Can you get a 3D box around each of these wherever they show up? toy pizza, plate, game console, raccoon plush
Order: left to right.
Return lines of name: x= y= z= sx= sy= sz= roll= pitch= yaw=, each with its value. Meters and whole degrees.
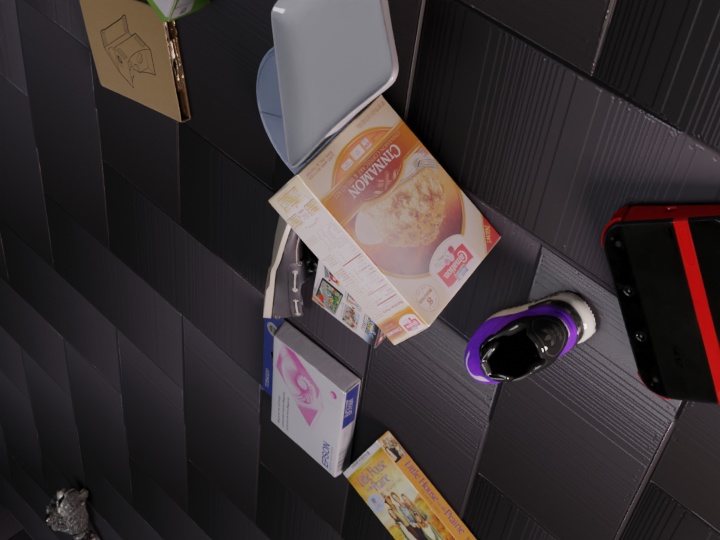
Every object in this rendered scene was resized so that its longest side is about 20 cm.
raccoon plush: x=-0.682 y=0.606 z=2.658 sx=0.133 sy=0.098 sz=0.199 roll=-19 pitch=132 yaw=41
toy pizza: x=-0.043 y=-0.173 z=1.245 sx=0.199 sy=0.032 sz=0.202 roll=31 pitch=141 yaw=29
plate: x=-0.024 y=-0.232 z=1.097 sx=0.199 sy=0.032 sz=0.203 roll=-34 pitch=58 yaw=49
game console: x=0.315 y=0.034 z=0.980 sx=0.175 sy=0.031 sz=0.203 roll=0 pitch=118 yaw=46

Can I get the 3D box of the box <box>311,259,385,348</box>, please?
box: x=0.000 y=0.000 z=1.304 sx=0.109 sy=0.035 sz=0.201 roll=37 pitch=147 yaw=16

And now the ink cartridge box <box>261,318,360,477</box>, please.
ink cartridge box: x=-0.088 y=0.178 z=1.580 sx=0.199 sy=0.043 sz=0.198 roll=35 pitch=141 yaw=27

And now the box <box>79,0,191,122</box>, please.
box: x=-0.313 y=-0.306 z=1.482 sx=0.198 sy=0.021 sz=0.166 roll=27 pitch=136 yaw=36

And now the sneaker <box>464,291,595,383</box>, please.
sneaker: x=0.154 y=0.086 z=1.150 sx=0.070 sy=0.099 sz=0.200 roll=56 pitch=145 yaw=3

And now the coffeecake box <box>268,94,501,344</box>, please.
coffeecake box: x=0.028 y=-0.053 z=1.119 sx=0.200 sy=0.154 sz=0.073 roll=48 pitch=145 yaw=-7

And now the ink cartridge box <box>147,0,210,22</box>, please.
ink cartridge box: x=-0.215 y=-0.410 z=1.231 sx=0.149 sy=0.075 sz=0.200 roll=52 pitch=144 yaw=7

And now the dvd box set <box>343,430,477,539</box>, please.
dvd box set: x=0.068 y=0.335 z=1.521 sx=0.201 sy=0.029 sz=0.147 roll=51 pitch=146 yaw=8

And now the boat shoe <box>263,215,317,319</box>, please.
boat shoe: x=-0.088 y=-0.012 z=1.428 sx=0.062 sy=0.073 sz=0.202 roll=9 pitch=133 yaw=-8
